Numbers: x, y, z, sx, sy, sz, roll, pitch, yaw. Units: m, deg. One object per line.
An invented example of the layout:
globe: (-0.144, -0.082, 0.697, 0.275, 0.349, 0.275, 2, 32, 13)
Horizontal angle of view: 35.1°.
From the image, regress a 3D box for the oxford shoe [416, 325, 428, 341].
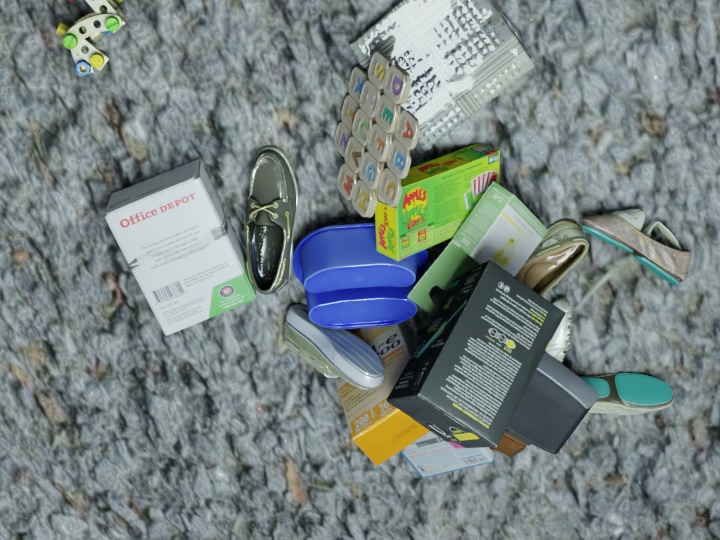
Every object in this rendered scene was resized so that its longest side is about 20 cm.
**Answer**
oxford shoe: (0.184, 0.093, 1.639, 0.197, 0.071, 0.072, -17, 99, 4)

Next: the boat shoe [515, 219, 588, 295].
boat shoe: (0.250, 0.007, 1.679, 0.073, 0.063, 0.200, 39, 106, -22)

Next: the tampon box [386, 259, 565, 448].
tampon box: (0.149, 0.115, 1.489, 0.125, 0.150, 0.202, 33, 75, -7)

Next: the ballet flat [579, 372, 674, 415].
ballet flat: (0.393, 0.198, 1.796, 0.196, 0.068, 0.063, 4, 143, -5)

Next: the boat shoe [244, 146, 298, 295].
boat shoe: (-0.126, -0.068, 1.587, 0.071, 0.060, 0.206, 3, 104, 9)

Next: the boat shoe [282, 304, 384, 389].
boat shoe: (-0.040, 0.120, 1.642, 0.071, 0.199, 0.063, -5, 121, -42)

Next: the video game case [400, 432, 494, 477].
video game case: (0.098, 0.238, 1.760, 0.142, 0.018, 0.201, -20, 120, 36)

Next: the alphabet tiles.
alphabet tiles: (0.015, -0.178, 1.495, 0.014, 0.196, 0.203, 1, 120, -30)

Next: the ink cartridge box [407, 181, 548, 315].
ink cartridge box: (0.169, -0.011, 1.611, 0.201, 0.048, 0.145, -54, 146, 2)

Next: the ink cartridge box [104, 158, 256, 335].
ink cartridge box: (-0.248, -0.034, 1.592, 0.144, 0.084, 0.202, -20, 116, 4)

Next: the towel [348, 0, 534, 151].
towel: (0.112, -0.294, 1.546, 0.199, 0.035, 0.193, -35, 111, 13)

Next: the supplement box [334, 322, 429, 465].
supplement box: (0.034, 0.165, 1.650, 0.125, 0.201, 0.074, -35, 124, 9)

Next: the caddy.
caddy: (0.000, 0.000, 1.627, 0.196, 0.106, 0.143, -4, 135, 1)

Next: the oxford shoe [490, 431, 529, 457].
oxford shoe: (0.181, 0.237, 1.778, 0.198, 0.072, 0.071, 33, 116, -19)

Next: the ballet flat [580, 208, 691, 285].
ballet flat: (0.410, -0.050, 1.679, 0.198, 0.068, 0.068, 28, 90, -23)

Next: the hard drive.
hard drive: (0.243, 0.182, 1.705, 0.198, 0.042, 0.136, 34, 117, 4)

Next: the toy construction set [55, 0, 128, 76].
toy construction set: (-0.371, -0.352, 1.433, 0.130, 0.093, 0.200, -37, 124, 11)

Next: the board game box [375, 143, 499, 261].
board game box: (0.108, -0.097, 1.567, 0.198, 0.047, 0.103, -23, 121, -35)

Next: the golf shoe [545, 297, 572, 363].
golf shoe: (0.255, 0.125, 1.732, 0.096, 0.079, 0.203, 18, 111, -8)
